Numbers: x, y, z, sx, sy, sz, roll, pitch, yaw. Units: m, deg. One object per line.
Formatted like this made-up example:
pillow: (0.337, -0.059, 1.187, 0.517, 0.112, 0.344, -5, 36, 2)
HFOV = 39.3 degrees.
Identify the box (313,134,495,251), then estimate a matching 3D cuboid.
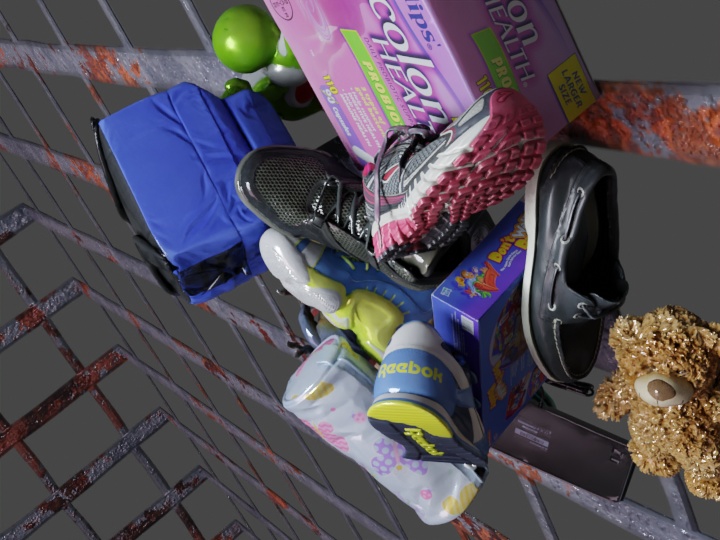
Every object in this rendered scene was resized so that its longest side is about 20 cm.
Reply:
box: (0.036, -0.067, 0.946, 0.160, 0.043, 0.200, 60, 157, -8)

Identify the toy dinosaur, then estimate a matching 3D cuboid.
toy dinosaur: (-0.005, 0.070, 1.044, 0.182, 0.105, 0.200, 61, -176, 22)

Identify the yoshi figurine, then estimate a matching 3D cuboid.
yoshi figurine: (-0.100, -0.191, 0.954, 0.112, 0.112, 0.200, 55, 156, 9)

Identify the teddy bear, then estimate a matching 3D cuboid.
teddy bear: (0.250, 0.118, 0.805, 0.145, 0.067, 0.200, 37, 155, 26)

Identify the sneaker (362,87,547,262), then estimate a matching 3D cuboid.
sneaker: (0.045, -0.066, 0.647, 0.200, 0.080, 0.075, -39, 67, 63)

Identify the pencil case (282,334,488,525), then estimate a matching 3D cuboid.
pencil case: (0.023, 0.147, 0.923, 0.200, 0.083, 0.091, 40, 153, -11)

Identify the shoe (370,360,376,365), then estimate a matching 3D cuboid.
shoe: (-0.015, 0.048, 1.180, 0.071, 0.091, 0.200, 6, 131, 60)

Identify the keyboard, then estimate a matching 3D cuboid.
keyboard: (0.174, 0.139, 0.978, 0.200, 0.021, 0.127, 22, 125, 21)

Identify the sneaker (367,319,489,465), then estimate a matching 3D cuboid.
sneaker: (0.062, 0.105, 0.796, 0.074, 0.082, 0.200, 0, 156, 15)

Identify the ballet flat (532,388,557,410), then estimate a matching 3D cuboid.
ballet flat: (0.122, 0.127, 1.065, 0.200, 0.070, 0.068, 10, 96, 28)

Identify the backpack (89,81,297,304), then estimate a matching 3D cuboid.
backpack: (-0.134, -0.060, 0.924, 0.200, 0.168, 0.163, 108, 140, -71)

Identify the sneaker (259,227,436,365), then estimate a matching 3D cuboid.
sneaker: (0.000, 0.000, 0.885, 0.076, 0.105, 0.200, 26, 165, 49)

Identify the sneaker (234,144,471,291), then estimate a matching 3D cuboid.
sneaker: (0.004, -0.044, 0.780, 0.199, 0.076, 0.114, 29, 168, -17)

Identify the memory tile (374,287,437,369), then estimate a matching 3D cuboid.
memory tile: (0.061, 0.062, 1.003, 0.017, 0.154, 0.200, 17, 167, -21)

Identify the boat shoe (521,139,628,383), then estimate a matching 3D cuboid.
boat shoe: (0.168, 0.003, 0.753, 0.066, 0.074, 0.200, 21, 122, 46)

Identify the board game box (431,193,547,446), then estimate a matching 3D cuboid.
board game box: (0.123, 0.048, 0.847, 0.045, 0.134, 0.200, 30, 151, 29)

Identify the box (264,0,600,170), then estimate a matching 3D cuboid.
box: (0.040, -0.168, 0.723, 0.200, 0.097, 0.176, 9, 134, 58)
